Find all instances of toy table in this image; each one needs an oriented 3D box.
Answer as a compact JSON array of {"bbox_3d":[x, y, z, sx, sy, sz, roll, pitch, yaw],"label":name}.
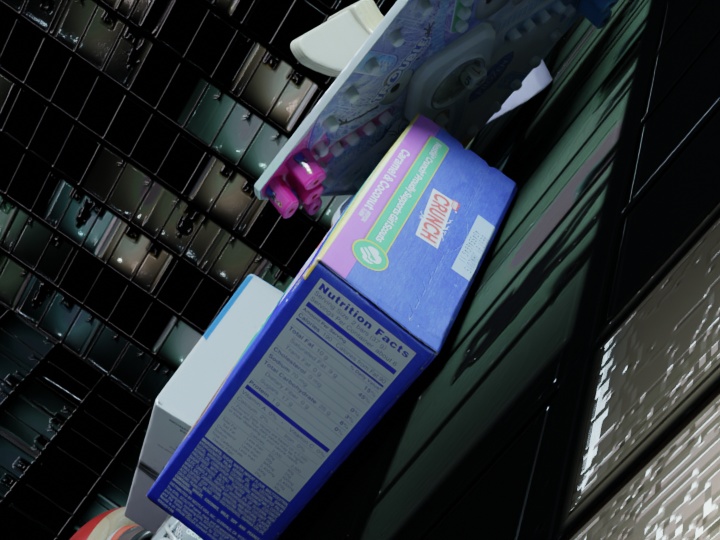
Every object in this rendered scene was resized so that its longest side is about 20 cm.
[{"bbox_3d":[0.044,-0.159,0.931,0.184,0.118,0.199,-37,14,-36],"label":"toy table"}]

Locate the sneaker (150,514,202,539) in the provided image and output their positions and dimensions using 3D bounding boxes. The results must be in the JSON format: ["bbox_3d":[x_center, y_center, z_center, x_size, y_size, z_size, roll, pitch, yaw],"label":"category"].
[{"bbox_3d":[-0.134,0.203,0.844,0.116,0.075,0.200,-54,2,-9],"label":"sneaker"}]

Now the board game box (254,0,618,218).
[{"bbox_3d":[0.056,-0.109,0.720,0.200,0.026,0.200,-48,-20,26],"label":"board game box"}]

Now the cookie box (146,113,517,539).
[{"bbox_3d":[-0.014,0.038,0.673,0.200,0.075,0.171,-53,2,36],"label":"cookie box"}]

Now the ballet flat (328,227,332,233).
[{"bbox_3d":[0.000,0.000,0.912,0.200,0.071,0.069,-55,4,22],"label":"ballet flat"}]

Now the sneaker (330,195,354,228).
[{"bbox_3d":[0.026,-0.053,1.068,0.109,0.070,0.200,-60,8,19],"label":"sneaker"}]

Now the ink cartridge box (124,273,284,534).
[{"bbox_3d":[-0.111,0.124,1.011,0.146,0.084,0.200,-57,-5,-38],"label":"ink cartridge box"}]

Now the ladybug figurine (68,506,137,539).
[{"bbox_3d":[-0.260,0.313,1.208,0.200,0.071,0.136,-64,-26,-46],"label":"ladybug figurine"}]

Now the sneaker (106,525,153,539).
[{"bbox_3d":[-0.216,0.301,1.101,0.082,0.077,0.201,-28,31,37],"label":"sneaker"}]
